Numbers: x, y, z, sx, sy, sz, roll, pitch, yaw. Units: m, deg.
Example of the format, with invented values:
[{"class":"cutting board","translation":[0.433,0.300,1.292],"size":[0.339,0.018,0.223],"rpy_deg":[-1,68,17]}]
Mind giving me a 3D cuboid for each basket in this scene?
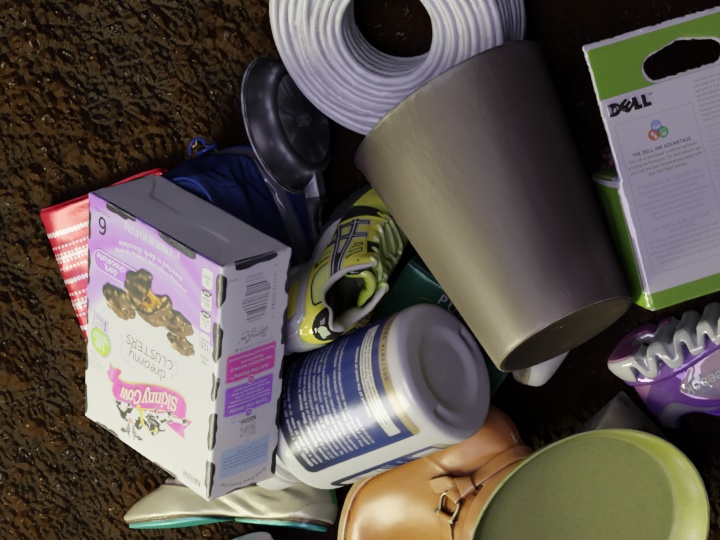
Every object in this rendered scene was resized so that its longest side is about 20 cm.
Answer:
[{"class":"basket","translation":[0.109,-0.039,1.586],"size":[0.180,0.136,0.201],"rpy_deg":[-40,69,36]}]

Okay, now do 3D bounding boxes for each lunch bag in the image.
[{"class":"lunch bag","translation":[-0.106,-0.013,1.752],"size":[0.135,0.132,0.201],"rpy_deg":[-13,98,42]}]

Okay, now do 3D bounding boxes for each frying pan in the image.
[{"class":"frying pan","translation":[-0.052,-0.083,1.701],"size":[0.031,0.115,0.191],"rpy_deg":[-17,71,29]}]

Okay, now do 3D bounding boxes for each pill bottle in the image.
[{"class":"pill bottle","translation":[-0.006,0.107,1.670],"size":[0.199,0.111,0.112],"rpy_deg":[-24,95,36]}]

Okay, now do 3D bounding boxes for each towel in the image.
[{"class":"towel","translation":[-0.190,0.020,1.850],"size":[0.144,0.022,0.201],"rpy_deg":[-15,98,24]}]

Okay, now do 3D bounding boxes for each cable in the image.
[{"class":"cable","translation":[0.027,-0.200,1.663],"size":[0.199,0.069,0.201],"rpy_deg":[-5,116,23]}]

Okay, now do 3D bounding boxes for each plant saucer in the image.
[{"class":"plant saucer","translation":[0.169,0.203,1.618],"size":[0.199,0.031,0.201],"rpy_deg":[-7,116,-15]}]

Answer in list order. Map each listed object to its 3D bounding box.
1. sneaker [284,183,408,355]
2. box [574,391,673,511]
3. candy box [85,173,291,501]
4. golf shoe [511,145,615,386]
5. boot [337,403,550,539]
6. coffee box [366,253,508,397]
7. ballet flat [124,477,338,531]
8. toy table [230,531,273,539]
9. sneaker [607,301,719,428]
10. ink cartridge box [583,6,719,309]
[{"class":"sneaker","translation":[0.000,0.000,1.685],"size":[0.076,0.200,0.076],"rpy_deg":[0,130,41]},{"class":"box","translation":[0.161,0.199,1.726],"size":[0.078,0.095,0.200],"rpy_deg":[45,116,1]},{"class":"candy box","translation":[-0.138,0.050,1.649],"size":[0.167,0.071,0.201],"rpy_deg":[27,123,41]},{"class":"golf shoe","translation":[0.186,0.009,1.665],"size":[0.092,0.073,0.201],"rpy_deg":[26,101,-4]},{"class":"boot","translation":[0.072,0.202,1.693],"size":[0.155,0.077,0.201],"rpy_deg":[44,107,42]},{"class":"coffee box","translation":[0.044,0.097,1.769],"size":[0.123,0.044,0.201],"rpy_deg":[34,113,7]},{"class":"ballet flat","translation":[-0.112,0.194,1.851],"size":[0.199,0.069,0.070],"rpy_deg":[-2,103,19]},{"class":"toy table","translation":[-0.108,0.306,1.821],"size":[0.183,0.200,0.117],"rpy_deg":[-33,94,-17]},{"class":"sneaker","translation":[0.296,0.067,1.654],"size":[0.199,0.080,0.089],"rpy_deg":[-22,102,29]},{"class":"ink cartridge box","translation":[0.250,-0.089,1.587],"size":[0.147,0.076,0.201],"rpy_deg":[-17,97,-7]}]
